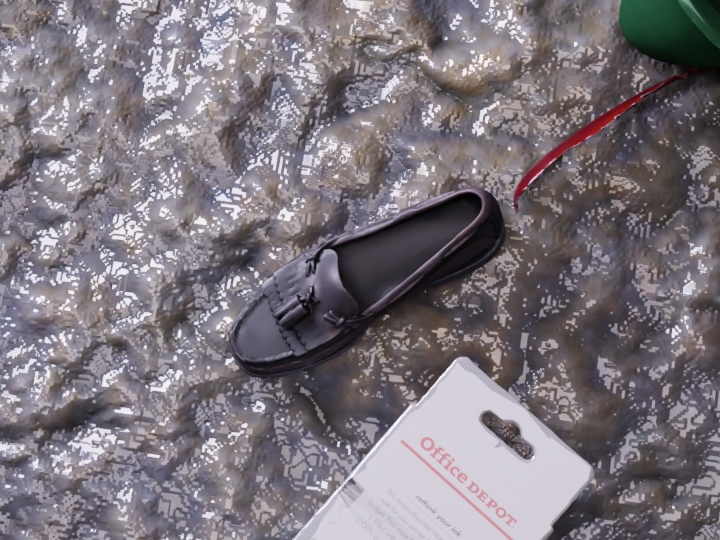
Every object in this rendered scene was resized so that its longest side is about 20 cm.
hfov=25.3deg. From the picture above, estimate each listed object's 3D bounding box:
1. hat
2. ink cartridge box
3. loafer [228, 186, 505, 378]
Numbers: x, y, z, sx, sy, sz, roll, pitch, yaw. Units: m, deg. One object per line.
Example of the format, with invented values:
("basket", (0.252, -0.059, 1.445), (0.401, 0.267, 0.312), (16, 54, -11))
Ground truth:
("hat", (0.200, -0.158, 1.069), (0.199, 0.176, 0.167), (-6, 69, -35))
("ink cartridge box", (0.038, 0.166, 0.980), (0.116, 0.068, 0.200), (41, 84, 13))
("loafer", (0.000, 0.000, 1.027), (0.199, 0.063, 0.072), (-29, 75, -1))
